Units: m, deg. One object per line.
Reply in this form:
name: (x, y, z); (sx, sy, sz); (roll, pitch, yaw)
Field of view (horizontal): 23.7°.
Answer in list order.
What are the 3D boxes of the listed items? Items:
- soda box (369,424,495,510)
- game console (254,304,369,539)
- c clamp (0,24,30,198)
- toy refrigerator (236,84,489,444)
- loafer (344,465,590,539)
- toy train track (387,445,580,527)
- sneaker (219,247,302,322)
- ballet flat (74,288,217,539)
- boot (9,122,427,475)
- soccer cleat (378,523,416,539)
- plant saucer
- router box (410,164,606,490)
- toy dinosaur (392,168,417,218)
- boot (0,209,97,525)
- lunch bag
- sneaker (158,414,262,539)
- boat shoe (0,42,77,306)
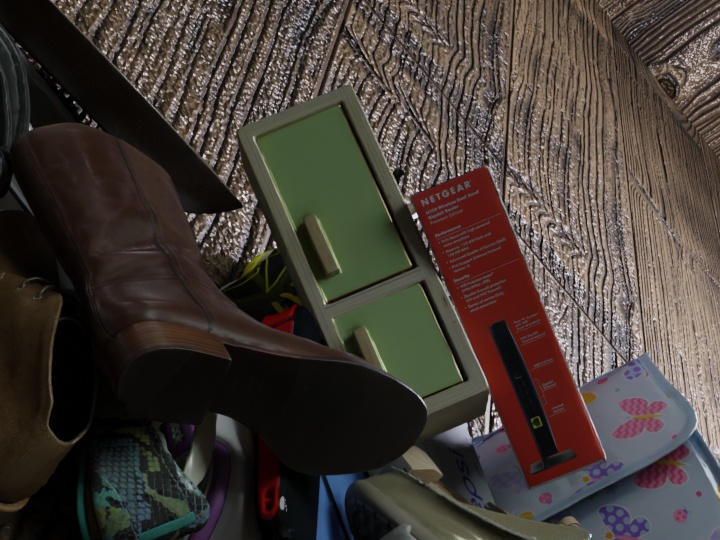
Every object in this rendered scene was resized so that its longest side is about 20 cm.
soda box: (0.051, 0.172, 1.075); (0.068, 0.063, 0.201); (33, 29, -49)
game console: (-0.017, 0.137, 0.921); (0.177, 0.031, 0.201); (-95, 169, -54)
c clamp: (-0.240, -0.080, 0.832); (0.199, 0.027, 0.172); (5, 59, -46)
toy refrigerator: (0.000, 0.000, 0.990); (0.070, 0.076, 0.201); (87, -19, -72)
loafer: (0.083, 0.160, 0.897); (0.200, 0.076, 0.068); (32, 58, 7)
toy train track: (0.092, 0.148, 1.015); (0.200, 0.033, 0.115); (36, 8, -37)
sneaker: (-0.044, 0.015, 1.079); (0.075, 0.085, 0.200); (48, 20, -12)
ballet flat: (-0.105, 0.063, 0.853); (0.074, 0.074, 0.200); (39, 23, -35)
boot: (-0.074, 0.007, 0.854); (0.186, 0.064, 0.200); (22, 21, -38)
soccer cleat: (0.067, 0.203, 0.835); (0.200, 0.086, 0.070); (40, -1, -18)
plant saucer: (-0.149, -0.100, 1.018); (0.200, 0.032, 0.200); (45, -3, 3)
router box: (0.089, 0.030, 1.052); (0.200, 0.049, 0.180); (-26, 94, -86)
toy dinosaur: (0.019, -0.008, 1.087); (0.200, 0.047, 0.088); (-87, 158, -50)
boot: (-0.156, 0.030, 0.829); (0.074, 0.075, 0.200); (38, 25, -32)
lunch bag: (0.168, 0.175, 1.152); (0.127, 0.169, 0.201); (66, -1, -65)
sneaker: (-0.066, 0.114, 0.893); (0.100, 0.075, 0.200); (42, 25, -33)
boat shoe: (-0.160, -0.049, 0.951); (0.200, 0.066, 0.072); (52, 21, -7)
